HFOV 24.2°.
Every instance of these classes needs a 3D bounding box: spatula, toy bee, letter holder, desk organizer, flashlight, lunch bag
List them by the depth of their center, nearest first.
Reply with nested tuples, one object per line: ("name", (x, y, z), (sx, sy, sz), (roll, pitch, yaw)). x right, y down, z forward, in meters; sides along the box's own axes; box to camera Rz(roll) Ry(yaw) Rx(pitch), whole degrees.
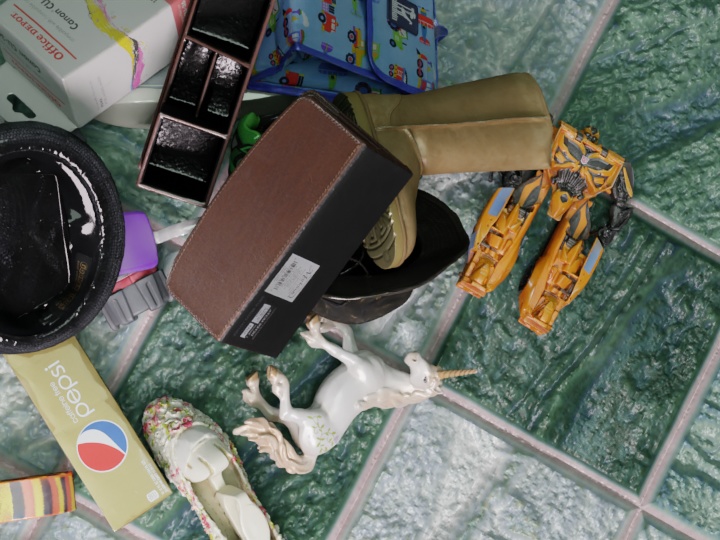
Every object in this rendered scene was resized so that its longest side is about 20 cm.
("letter holder", (-0.080, -0.054, 1.410), (0.142, 0.100, 0.201), (41, 99, 27))
("toy bee", (-0.345, 0.213, 1.452), (0.199, 0.109, 0.132), (-28, 91, -11))
("desk organizer", (-0.133, -0.163, 1.455), (0.071, 0.077, 0.202), (17, 105, -8))
("spatula", (-0.147, -0.039, 1.500), (0.198, 0.021, 0.057), (-13, 80, -16))
("flashlight", (-0.240, -0.048, 1.510), (0.067, 0.068, 0.202), (-25, 94, 30))
("lunch bag", (-0.004, -0.233, 1.549), (0.198, 0.094, 0.152), (10, 67, -34))

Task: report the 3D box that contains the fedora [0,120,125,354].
("fedora", (-0.297, -0.034, 1.426), (0.199, 0.091, 0.203), (-9, 110, -25))

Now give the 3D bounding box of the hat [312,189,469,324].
("hat", (0.000, 0.000, 1.526), (0.198, 0.201, 0.082), (-7, 122, -9))

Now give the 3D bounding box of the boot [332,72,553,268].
("boot", (0.087, -0.095, 1.500), (0.198, 0.066, 0.177), (-6, 72, -25))

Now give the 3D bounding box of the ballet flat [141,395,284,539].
("ballet flat", (-0.123, 0.195, 1.510), (0.075, 0.064, 0.201), (-35, 91, -27))

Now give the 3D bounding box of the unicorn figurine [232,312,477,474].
("unicorn figurine", (-0.014, 0.105, 1.540), (0.200, 0.074, 0.137), (-44, 101, 4))

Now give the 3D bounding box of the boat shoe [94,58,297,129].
("boat shoe", (-0.154, -0.177, 1.546), (0.198, 0.070, 0.072), (-7, 75, -14))

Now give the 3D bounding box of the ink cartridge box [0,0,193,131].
("ink cartridge box", (-0.245, -0.209, 1.490), (0.200, 0.068, 0.116), (-40, 61, -20))

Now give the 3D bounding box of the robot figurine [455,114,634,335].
("robot figurine", (0.180, -0.050, 1.585), (0.144, 0.058, 0.201), (29, 81, -6))

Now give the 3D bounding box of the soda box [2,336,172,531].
("soda box", (-0.246, 0.130, 1.495), (0.064, 0.068, 0.201), (-33, 90, -11))

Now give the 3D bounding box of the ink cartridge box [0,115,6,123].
("ink cartridge box", (-0.392, -0.067, 1.446), (0.083, 0.145, 0.201), (31, 80, 10))

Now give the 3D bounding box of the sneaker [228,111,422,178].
("sneaker", (-0.022, -0.113, 1.534), (0.198, 0.086, 0.079), (-8, 55, -11))
